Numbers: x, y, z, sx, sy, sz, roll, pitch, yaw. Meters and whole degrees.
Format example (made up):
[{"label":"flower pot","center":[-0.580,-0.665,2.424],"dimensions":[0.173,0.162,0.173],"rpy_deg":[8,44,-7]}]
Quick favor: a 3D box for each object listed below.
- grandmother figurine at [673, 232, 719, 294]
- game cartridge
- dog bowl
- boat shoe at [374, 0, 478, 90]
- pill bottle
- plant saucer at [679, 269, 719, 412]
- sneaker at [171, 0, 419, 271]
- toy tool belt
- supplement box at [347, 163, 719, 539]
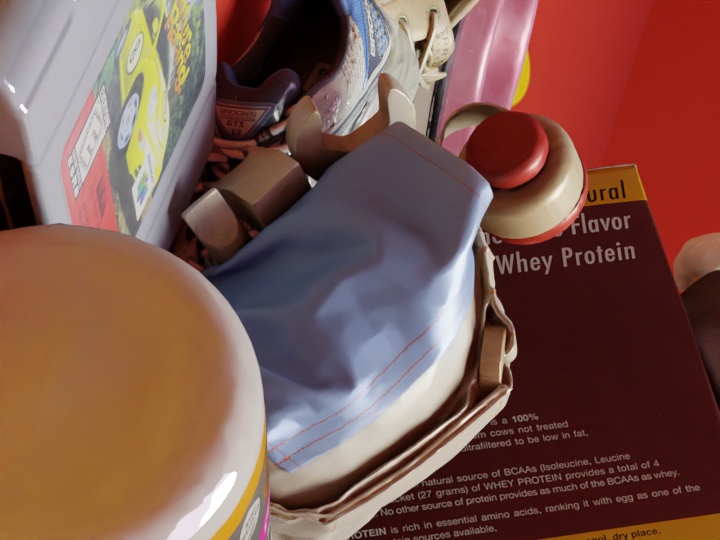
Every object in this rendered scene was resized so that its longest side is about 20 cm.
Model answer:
[{"label":"grandmother figurine","center":[0.187,0.070,0.958],"dimensions":[0.121,0.060,0.200],"rpy_deg":[-43,-129,43]},{"label":"game cartridge","center":[-0.083,-0.054,0.658],"dimensions":[0.200,0.041,0.133],"rpy_deg":[90,15,-59]},{"label":"dog bowl","center":[0.049,-0.131,1.185],"dimensions":[0.200,0.074,0.200],"rpy_deg":[16,90,-80]},{"label":"boat shoe","center":[0.014,-0.118,1.004],"dimensions":[0.200,0.065,0.072],"rpy_deg":[-55,159,-51]},{"label":"pill bottle","center":[-0.084,0.086,0.626],"dimensions":[0.200,0.116,0.116],"rpy_deg":[92,17,-56]},{"label":"plant saucer","center":[0.155,0.100,0.929],"dimensions":[0.200,0.032,0.201],"rpy_deg":[175,-90,-79]},{"label":"sneaker","center":[-0.043,-0.040,0.843],"dimensions":[0.085,0.077,0.200],"rpy_deg":[62,42,-56]},{"label":"toy tool belt","center":[0.000,0.000,0.738],"dimensions":[0.200,0.125,0.123],"rpy_deg":[-49,146,-13]},{"label":"supplement box","center":[0.041,0.081,0.901],"dimensions":[0.133,0.197,0.200],"rpy_deg":[93,-13,-52]}]
